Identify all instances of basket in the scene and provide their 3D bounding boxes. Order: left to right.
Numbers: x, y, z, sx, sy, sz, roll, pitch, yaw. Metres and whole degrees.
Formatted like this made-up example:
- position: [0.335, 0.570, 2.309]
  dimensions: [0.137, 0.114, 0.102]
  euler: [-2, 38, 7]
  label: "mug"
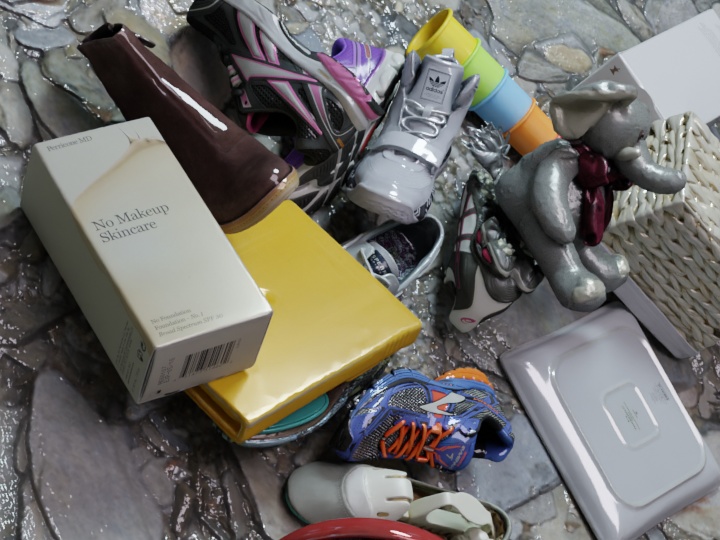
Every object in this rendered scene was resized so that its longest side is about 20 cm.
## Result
- position: [0.302, -0.035, 1.950]
  dimensions: [0.200, 0.123, 0.136]
  euler: [43, 42, -32]
  label: "basket"

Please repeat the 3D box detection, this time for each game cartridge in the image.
- position: [-0.078, 0.030, 1.604]
  dimensions: [0.176, 0.032, 0.200]
  euler: [43, 44, 21]
  label: "game cartridge"

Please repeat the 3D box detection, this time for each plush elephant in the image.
- position: [0.203, -0.085, 1.787]
  dimensions: [0.200, 0.155, 0.165]
  euler: [54, 18, 11]
  label: "plush elephant"

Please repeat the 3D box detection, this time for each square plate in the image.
- position: [0.236, 0.134, 1.882]
  dimensions: [0.198, 0.028, 0.200]
  euler: [-21, 80, -47]
  label: "square plate"

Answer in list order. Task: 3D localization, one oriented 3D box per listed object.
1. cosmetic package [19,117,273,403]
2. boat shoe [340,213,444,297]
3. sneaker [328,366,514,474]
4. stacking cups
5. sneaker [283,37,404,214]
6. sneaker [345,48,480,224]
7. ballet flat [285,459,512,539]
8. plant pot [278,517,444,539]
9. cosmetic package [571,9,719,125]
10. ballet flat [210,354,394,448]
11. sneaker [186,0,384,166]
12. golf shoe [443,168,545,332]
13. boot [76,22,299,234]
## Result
- position: [-0.159, -0.010, 1.528]
  dimensions: [0.103, 0.073, 0.200]
  euler: [-18, 60, -31]
  label: "cosmetic package"
- position: [0.001, 0.001, 1.721]
  dimensions: [0.070, 0.071, 0.201]
  euler: [54, 42, 0]
  label: "boat shoe"
- position: [0.056, 0.125, 1.668]
  dimensions: [0.200, 0.075, 0.078]
  euler: [-7, 46, -47]
  label: "sneaker"
- position: [0.134, -0.158, 1.951]
  dimensions: [0.200, 0.060, 0.061]
  euler: [41, 44, -14]
  label: "stacking cups"
- position: [-0.034, -0.126, 1.787]
  dimensions: [0.083, 0.081, 0.200]
  euler: [24, 47, 6]
  label: "sneaker"
- position: [0.046, -0.120, 1.772]
  dimensions: [0.075, 0.115, 0.200]
  euler: [21, 24, 4]
  label: "sneaker"
- position: [0.036, 0.184, 1.642]
  dimensions: [0.200, 0.064, 0.067]
  euler: [21, 52, -32]
  label: "ballet flat"
- position: [-0.004, 0.288, 1.449]
  dimensions: [0.200, 0.200, 0.183]
  euler: [30, 39, -25]
  label: "plant pot"
- position: [0.313, -0.183, 2.112]
  dimensions: [0.200, 0.085, 0.108]
  euler: [-27, 83, -47]
  label: "cosmetic package"
- position: [-0.044, 0.099, 1.619]
  dimensions: [0.200, 0.074, 0.074]
  euler: [-30, 86, -41]
  label: "ballet flat"
- position: [-0.081, -0.160, 1.720]
  dimensions: [0.200, 0.086, 0.080]
  euler: [37, -8, 30]
  label: "sneaker"
- position: [0.105, -0.023, 1.835]
  dimensions: [0.077, 0.088, 0.200]
  euler: [37, 22, -15]
  label: "golf shoe"
- position: [-0.139, -0.113, 1.587]
  dimensions: [0.072, 0.200, 0.166]
  euler: [-44, 112, -14]
  label: "boot"
